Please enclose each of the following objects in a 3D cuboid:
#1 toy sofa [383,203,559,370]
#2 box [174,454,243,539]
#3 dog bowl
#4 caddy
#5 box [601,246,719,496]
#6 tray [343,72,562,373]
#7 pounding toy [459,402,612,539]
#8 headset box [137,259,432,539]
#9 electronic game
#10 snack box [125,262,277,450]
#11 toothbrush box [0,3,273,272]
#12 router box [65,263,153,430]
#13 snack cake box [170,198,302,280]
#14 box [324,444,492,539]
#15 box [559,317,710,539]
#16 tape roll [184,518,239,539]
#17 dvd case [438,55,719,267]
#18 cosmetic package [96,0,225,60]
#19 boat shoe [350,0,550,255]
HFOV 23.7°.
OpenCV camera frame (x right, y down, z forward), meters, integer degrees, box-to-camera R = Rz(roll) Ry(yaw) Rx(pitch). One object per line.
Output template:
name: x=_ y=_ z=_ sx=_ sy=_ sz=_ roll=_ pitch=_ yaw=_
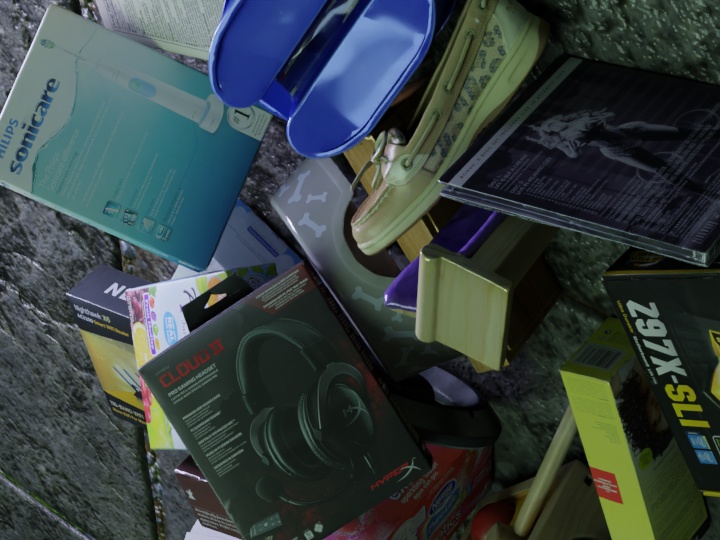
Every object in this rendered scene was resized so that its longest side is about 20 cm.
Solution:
toy sofa: x=0.101 y=-0.039 z=1.152 sx=0.097 sy=0.200 sz=0.083 roll=27 pitch=143 yaw=20
box: x=-0.058 y=0.147 z=1.519 sx=0.100 sy=0.200 sz=0.075 roll=11 pitch=133 yaw=42
dog bowl: x=0.000 y=0.000 z=1.347 sx=0.201 sy=0.058 sz=0.200 roll=55 pitch=178 yaw=4
caddy: x=-0.019 y=-0.179 z=1.201 sx=0.141 sy=0.105 sz=0.200 roll=34 pitch=120 yaw=-8
box: x=0.275 y=0.072 z=1.204 sx=0.159 sy=0.049 sz=0.201 roll=0 pitch=124 yaw=51
tray: x=0.072 y=-0.035 z=1.276 sx=0.037 sy=0.099 sz=0.201 roll=-17 pitch=111 yaw=42
pounding toy: x=0.145 y=0.234 z=1.419 sx=0.142 sy=0.185 sz=0.200 roll=39 pitch=148 yaw=-9
headset box: x=-0.059 y=0.099 z=1.281 sx=0.201 sy=0.148 sz=0.077 roll=58 pitch=-178 yaw=-1
electronic game: x=0.022 y=0.098 z=1.415 sx=0.199 sy=0.199 sz=0.042 roll=26 pitch=103 yaw=29
snack box: x=-0.125 y=0.074 z=1.417 sx=0.199 sy=0.053 sz=0.144 roll=-9 pitch=92 yaw=59
toothbrush box: x=-0.189 y=-0.103 z=1.387 sx=0.199 sy=0.147 sz=0.085 roll=23 pitch=175 yaw=-9
router box: x=-0.172 y=0.093 z=1.607 sx=0.199 sy=0.052 sz=0.158 roll=17 pitch=136 yaw=37
snack cake box: x=-0.120 y=0.035 z=1.599 sx=0.115 sy=0.067 sz=0.200 roll=43 pitch=147 yaw=4
box: x=0.024 y=0.198 z=1.478 sx=0.095 sy=0.200 sz=0.100 roll=25 pitch=141 yaw=27
box: x=0.213 y=0.139 z=1.319 sx=0.050 sy=0.075 sz=0.201 roll=12 pitch=133 yaw=42
tape roll: x=-0.061 y=0.311 z=1.690 sx=0.139 sy=0.203 sz=0.204 roll=1 pitch=125 yaw=48
dvd case: x=0.168 y=-0.074 z=1.084 sx=0.199 sy=0.149 sz=0.016 roll=18 pitch=141 yaw=37
cosmetic package: x=-0.120 y=-0.224 z=1.330 sx=0.199 sy=0.073 sz=0.104 roll=19 pitch=137 yaw=37
boat shoe: x=0.049 y=-0.102 z=1.174 sx=0.062 sy=0.201 sz=0.073 roll=34 pitch=-173 yaw=-12
